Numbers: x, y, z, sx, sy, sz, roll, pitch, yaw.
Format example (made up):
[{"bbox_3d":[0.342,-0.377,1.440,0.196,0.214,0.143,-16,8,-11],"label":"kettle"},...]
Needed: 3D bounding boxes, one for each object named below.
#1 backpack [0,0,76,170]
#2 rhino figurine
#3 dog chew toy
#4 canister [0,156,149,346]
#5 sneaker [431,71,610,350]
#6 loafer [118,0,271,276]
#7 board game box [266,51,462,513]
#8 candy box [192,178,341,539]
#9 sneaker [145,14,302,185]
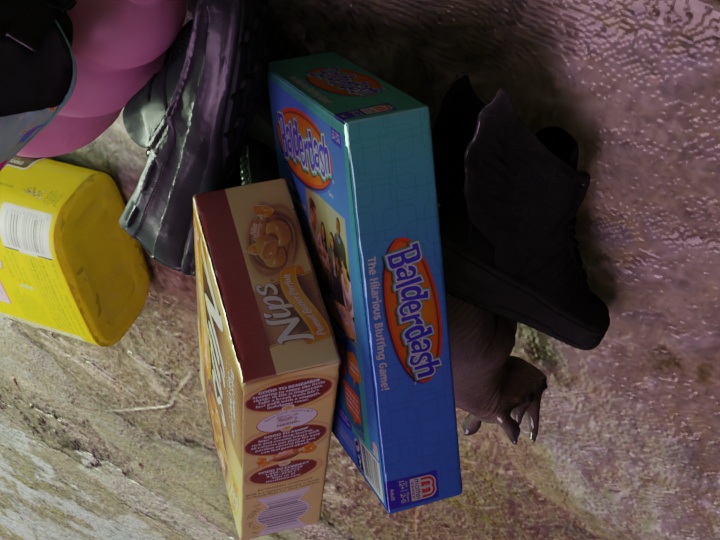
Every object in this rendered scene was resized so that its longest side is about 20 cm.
[{"bbox_3d":[-0.254,-0.109,0.726,0.177,0.152,0.200,60,143,6],"label":"backpack"},{"bbox_3d":[0.065,0.032,0.854,0.059,0.088,0.201,1,132,40],"label":"rhino figurine"},{"bbox_3d":[-0.164,-0.137,0.812,0.125,0.125,0.199,49,147,-19],"label":"dog chew toy"},{"bbox_3d":[-0.267,-0.027,1.071,0.198,0.087,0.150,15,140,26],"label":"canister"},{"bbox_3d":[0.095,-0.027,0.770,0.199,0.105,0.060,20,-167,-46],"label":"sneaker"},{"bbox_3d":[-0.094,-0.079,0.769,0.070,0.068,0.202,23,135,4],"label":"loafer"},{"bbox_3d":[0.000,0.000,0.746,0.152,0.044,0.203,-134,35,-64],"label":"board game box"},{"bbox_3d":[-0.056,0.056,0.804,0.201,0.055,0.116,99,156,-57],"label":"candy box"},{"bbox_3d":[-0.055,-0.061,0.862,0.114,0.076,0.200,-15,118,50],"label":"sneaker"}]
